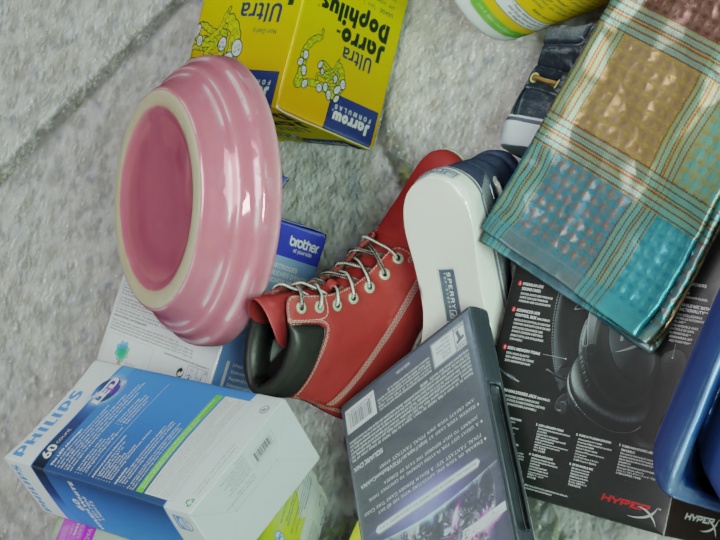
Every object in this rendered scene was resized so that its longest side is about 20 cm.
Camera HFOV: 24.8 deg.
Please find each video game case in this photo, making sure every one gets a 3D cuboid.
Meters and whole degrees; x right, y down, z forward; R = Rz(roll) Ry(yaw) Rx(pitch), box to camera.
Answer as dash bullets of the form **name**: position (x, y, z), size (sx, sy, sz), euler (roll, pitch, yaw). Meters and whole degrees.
- **video game case**: position (0.046, 0.142, 0.996), size (0.143, 0.019, 0.201), euler (-41, 48, 41)

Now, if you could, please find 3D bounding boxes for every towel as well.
- **towel**: position (0.162, -0.072, 0.945), size (0.147, 0.022, 0.201), euler (36, 102, 41)

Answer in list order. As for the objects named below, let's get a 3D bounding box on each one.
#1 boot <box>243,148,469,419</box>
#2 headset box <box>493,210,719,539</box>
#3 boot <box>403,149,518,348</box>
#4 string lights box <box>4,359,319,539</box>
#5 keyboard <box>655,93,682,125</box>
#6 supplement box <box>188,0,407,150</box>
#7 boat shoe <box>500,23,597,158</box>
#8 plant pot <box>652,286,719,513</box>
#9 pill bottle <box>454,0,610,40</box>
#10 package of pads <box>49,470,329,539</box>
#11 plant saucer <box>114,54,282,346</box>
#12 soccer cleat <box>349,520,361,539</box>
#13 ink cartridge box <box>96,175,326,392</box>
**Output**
- **boot**: position (0.000, 0.000, 1.089), size (0.072, 0.144, 0.201), euler (25, 93, 44)
- **headset box**: position (0.161, 0.048, 0.978), size (0.148, 0.077, 0.201), euler (9, 83, 43)
- **boot**: position (0.084, 0.024, 1.065), size (0.073, 0.090, 0.201), euler (6, 109, 34)
- **string lights box**: position (-0.136, 0.125, 1.096), size (0.200, 0.059, 0.103), euler (7, 47, 44)
- **keyboard**: position (0.249, -0.092, 0.938), size (0.127, 0.021, 0.200), euler (-33, 49, -13)
- **supplement box**: position (-0.040, -0.201, 1.207), size (0.109, 0.109, 0.201), euler (9, 83, 43)
- **boat shoe**: position (0.177, -0.101, 1.013), size (0.200, 0.071, 0.091), euler (17, 87, 42)
- **plant pot**: position (0.271, 0.067, 0.800), size (0.180, 0.200, 0.201), euler (27, 96, 49)
- **pill bottle**: position (0.156, -0.228, 1.042), size (0.199, 0.111, 0.112), euler (-16, 67, 37)
- **package of pads**: position (-0.127, 0.205, 1.098), size (0.199, 0.068, 0.155), euler (-13, 35, 23)
- **plant saucer**: position (-0.120, -0.048, 1.125), size (0.200, 0.051, 0.202), euler (-5, 84, 60)
- **soccer cleat**: position (-0.016, 0.242, 1.069), size (0.065, 0.084, 0.201), euler (24, 93, 45)
- **ink cartridge box**: position (-0.111, 0.018, 1.226), size (0.136, 0.076, 0.201), euler (16, 90, 43)
